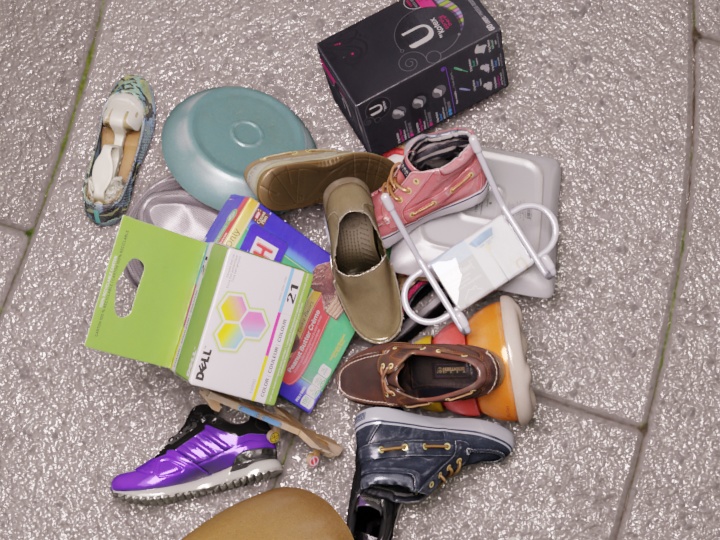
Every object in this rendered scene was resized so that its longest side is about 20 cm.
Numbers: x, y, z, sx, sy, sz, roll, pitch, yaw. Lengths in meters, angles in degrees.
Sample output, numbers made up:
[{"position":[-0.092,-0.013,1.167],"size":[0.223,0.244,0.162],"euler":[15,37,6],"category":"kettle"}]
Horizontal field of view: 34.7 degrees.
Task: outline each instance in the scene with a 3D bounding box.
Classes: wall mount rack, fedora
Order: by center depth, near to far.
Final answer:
[{"position":[0.118,-0.036,1.255],"size":[0.198,0.075,0.175],"euler":[-33,83,-3],"category":"wall mount rack"},{"position":[-0.204,-0.040,1.382],"size":[0.199,0.090,0.178],"euler":[34,80,9],"category":"fedora"}]

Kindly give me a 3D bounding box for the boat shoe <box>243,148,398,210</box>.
[{"position":[-0.045,-0.113,1.347],"size":[0.197,0.066,0.075],"euler":[-2,114,-36],"category":"boat shoe"}]

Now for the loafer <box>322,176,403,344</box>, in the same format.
[{"position":[0.000,0.000,1.272],"size":[0.075,0.068,0.203],"euler":[-16,113,6],"category":"loafer"}]

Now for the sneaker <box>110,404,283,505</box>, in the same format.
[{"position":[-0.195,0.210,1.337],"size":[0.197,0.070,0.101],"euler":[-11,74,-9],"category":"sneaker"}]

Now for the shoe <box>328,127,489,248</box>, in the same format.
[{"position":[0.048,-0.092,1.301],"size":[0.197,0.091,0.072],"euler":[-22,51,2],"category":"shoe"}]

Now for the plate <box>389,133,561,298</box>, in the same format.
[{"position":[0.142,-0.074,1.368],"size":[0.196,0.032,0.202],"euler":[10,59,-2],"category":"plate"}]

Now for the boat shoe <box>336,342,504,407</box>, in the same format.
[{"position":[0.055,0.112,1.252],"size":[0.197,0.070,0.072],"euler":[-10,88,28],"category":"boat shoe"}]

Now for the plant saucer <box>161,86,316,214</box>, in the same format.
[{"position":[-0.140,-0.155,1.390],"size":[0.197,0.036,0.203],"euler":[11,53,-14],"category":"plant saucer"}]

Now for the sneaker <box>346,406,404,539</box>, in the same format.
[{"position":[0.023,0.247,1.308],"size":[0.074,0.088,0.204],"euler":[8,77,4],"category":"sneaker"}]

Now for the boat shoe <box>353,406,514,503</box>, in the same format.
[{"position":[0.085,0.216,1.290],"size":[0.197,0.071,0.092],"euler":[10,58,-20],"category":"boat shoe"}]

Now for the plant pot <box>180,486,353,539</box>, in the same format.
[{"position":[-0.125,0.327,1.204],"size":[0.184,0.199,0.190],"euler":[-4,81,28],"category":"plant pot"}]

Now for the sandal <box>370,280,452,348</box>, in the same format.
[{"position":[0.054,0.053,1.362],"size":[0.199,0.075,0.045],"euler":[-39,76,-4],"category":"sandal"}]

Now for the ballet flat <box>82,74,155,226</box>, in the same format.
[{"position":[-0.299,-0.157,1.426],"size":[0.073,0.074,0.204],"euler":[6,77,3],"category":"ballet flat"}]

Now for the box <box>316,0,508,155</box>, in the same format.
[{"position":[0.065,-0.250,1.400],"size":[0.198,0.107,0.123],"euler":[-29,56,-5],"category":"box"}]

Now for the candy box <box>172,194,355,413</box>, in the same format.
[{"position":[-0.104,0.038,1.322],"size":[0.199,0.077,0.171],"euler":[35,78,-24],"category":"candy box"}]

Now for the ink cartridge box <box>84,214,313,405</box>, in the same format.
[{"position":[-0.168,0.043,1.204],"size":[0.198,0.075,0.150],"euler":[18,88,-28],"category":"ink cartridge box"}]

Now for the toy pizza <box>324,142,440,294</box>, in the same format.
[{"position":[0.053,-0.070,1.412],"size":[0.196,0.032,0.204],"euler":[0,76,1],"category":"toy pizza"}]

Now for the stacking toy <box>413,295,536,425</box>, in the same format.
[{"position":[0.096,0.114,1.319],"size":[0.196,0.146,0.149],"euler":[-9,76,8],"category":"stacking toy"}]

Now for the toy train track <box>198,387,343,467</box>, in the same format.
[{"position":[-0.102,0.179,1.296],"size":[0.199,0.114,0.033],"euler":[30,91,-36],"category":"toy train track"}]
